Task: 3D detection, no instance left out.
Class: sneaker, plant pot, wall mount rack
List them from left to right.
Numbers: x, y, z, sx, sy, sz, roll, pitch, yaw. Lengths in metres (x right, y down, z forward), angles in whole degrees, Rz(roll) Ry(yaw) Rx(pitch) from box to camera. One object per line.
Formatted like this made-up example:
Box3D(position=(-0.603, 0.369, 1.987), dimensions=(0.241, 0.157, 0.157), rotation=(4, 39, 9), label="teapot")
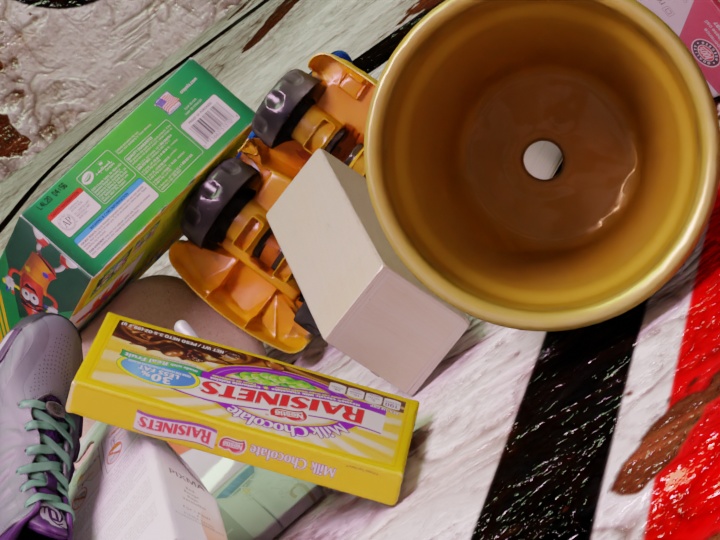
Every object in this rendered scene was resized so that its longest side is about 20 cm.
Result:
Box3D(position=(-0.184, 0.122, 1.467), dimensions=(0.087, 0.074, 0.201), rotation=(-3, 71, 49), label="sneaker")
Box3D(position=(-0.104, 0.124, 1.576), dimensions=(0.200, 0.075, 0.174), rotation=(-40, 36, -11), label="wall mount rack")
Box3D(position=(0.109, -0.067, 1.490), dimensions=(0.201, 0.201, 0.189), rotation=(-39, -3, 4), label="plant pot")

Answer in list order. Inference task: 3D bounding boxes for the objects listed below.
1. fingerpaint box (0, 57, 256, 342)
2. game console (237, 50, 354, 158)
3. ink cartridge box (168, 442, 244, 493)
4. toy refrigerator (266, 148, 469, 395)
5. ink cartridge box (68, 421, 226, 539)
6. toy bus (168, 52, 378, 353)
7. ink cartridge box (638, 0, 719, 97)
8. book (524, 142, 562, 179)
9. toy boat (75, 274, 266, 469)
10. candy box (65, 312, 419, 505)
Box3D(position=(-0.181, -0.038, 1.839), dimensions=(0.200, 0.073, 0.167), rotation=(-47, -4, -35), label="fingerpaint box")
Box3D(position=(-0.078, -0.076, 2.159), dimensions=(0.200, 0.118, 0.171), rotation=(-44, 14, -21), label="game console")
Box3D(position=(-0.098, 0.136, 1.666), dimensions=(0.162, 0.050, 0.200), rotation=(-46, 12, -20), label="ink cartridge box")
Box3D(position=(0.000, 0.000, 1.665), dimensions=(0.070, 0.076, 0.200), rotation=(-51, 26, 11), label="toy refrigerator")
Box3D(position=(-0.150, 0.174, 1.488), dimensions=(0.162, 0.050, 0.200), rotation=(-51, 23, 15), label="ink cartridge box")
Box3D(position=(-0.024, -0.054, 1.867), dimensions=(0.200, 0.136, 0.192), rotation=(-54, -7, 11), label="toy bus")
Box3D(position=(0.180, -0.175, 1.705), dimensions=(0.200, 0.147, 0.083), rotation=(-25, 21, 49), label="ink cartridge box")
Box3D(position=(0.070, -0.032, 1.781), dimensions=(0.134, 0.048, 0.200), rotation=(-38, 12, 34), label="book")
Box3D(position=(-0.163, 0.109, 1.844), dimensions=(0.200, 0.130, 0.131), rotation=(-48, -15, -32), label="toy boat")
Box3D(position=(-0.067, 0.080, 1.494), dimensions=(0.102, 0.199, 0.026), rotation=(-74, -1, -64), label="candy box")
